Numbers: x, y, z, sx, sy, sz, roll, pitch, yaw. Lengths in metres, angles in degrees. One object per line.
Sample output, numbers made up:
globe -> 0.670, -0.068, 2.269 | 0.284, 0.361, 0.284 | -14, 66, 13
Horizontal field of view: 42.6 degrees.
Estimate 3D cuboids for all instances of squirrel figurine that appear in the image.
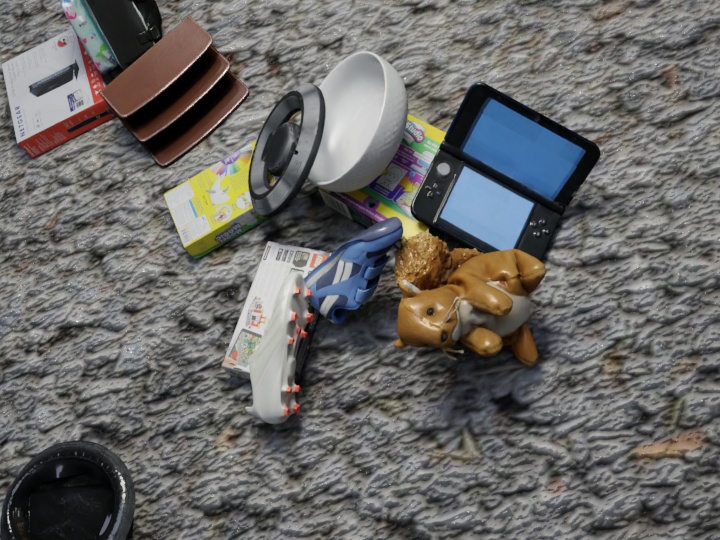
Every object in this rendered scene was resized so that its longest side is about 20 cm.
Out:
squirrel figurine -> 0.113, 0.039, 1.184 | 0.184, 0.144, 0.200 | -14, 36, -26

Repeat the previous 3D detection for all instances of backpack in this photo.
backpack -> -0.419, -0.445, 1.591 | 0.148, 0.179, 0.201 | -22, 32, 8

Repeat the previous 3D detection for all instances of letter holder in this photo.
letter holder -> -0.302, -0.292, 1.530 | 0.200, 0.101, 0.142 | -42, 62, -7

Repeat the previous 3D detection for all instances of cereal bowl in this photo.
cereal bowl -> 0.000, -0.200, 1.312 | 0.199, 0.082, 0.204 | -29, 49, 40

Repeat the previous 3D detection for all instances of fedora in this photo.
fedora -> -0.376, 0.327, 1.235 | 0.196, 0.092, 0.204 | -7, 62, 13

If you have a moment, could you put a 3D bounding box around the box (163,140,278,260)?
box -> -0.198, -0.117, 1.439 | 0.198, 0.048, 0.118 | -30, 59, 3

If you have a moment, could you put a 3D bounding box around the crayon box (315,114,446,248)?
crayon box -> 0.062, -0.135, 1.362 | 0.198, 0.059, 0.173 | 32, 75, 29

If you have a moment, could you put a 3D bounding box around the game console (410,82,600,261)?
game console -> 0.191, -0.118, 1.240 | 0.197, 0.118, 0.173 | 28, 73, 1

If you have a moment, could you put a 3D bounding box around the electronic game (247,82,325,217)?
electronic game -> -0.107, -0.174, 1.332 | 0.200, 0.041, 0.203 | -40, 39, 43

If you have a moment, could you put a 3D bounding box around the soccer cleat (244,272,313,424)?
soccer cleat -> -0.114, 0.101, 1.235 | 0.076, 0.069, 0.205 | 6, 86, 24

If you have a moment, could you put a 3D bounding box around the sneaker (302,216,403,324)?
sneaker -> 0.000, 0.000, 1.238 | 0.083, 0.200, 0.074 | 54, 42, 5

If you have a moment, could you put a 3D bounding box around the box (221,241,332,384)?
box -> -0.114, 0.062, 1.327 | 0.108, 0.035, 0.203 | 10, 67, 21

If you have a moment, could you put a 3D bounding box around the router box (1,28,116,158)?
router box -> -0.535, -0.322, 1.643 | 0.177, 0.049, 0.202 | -26, 59, 3
